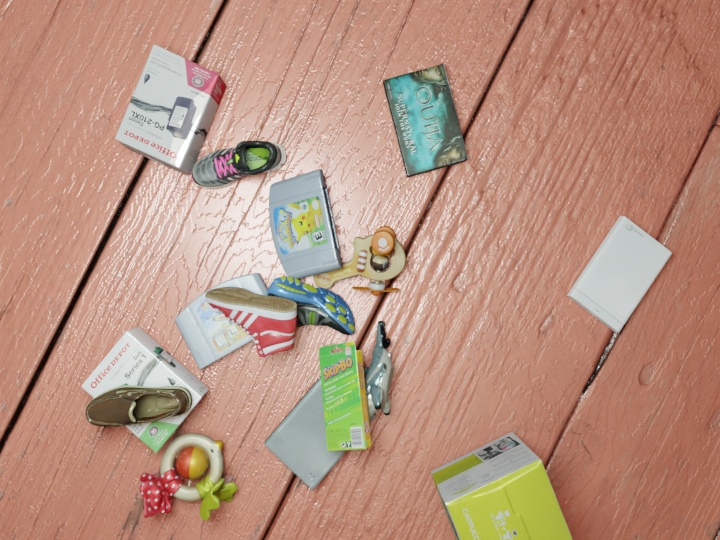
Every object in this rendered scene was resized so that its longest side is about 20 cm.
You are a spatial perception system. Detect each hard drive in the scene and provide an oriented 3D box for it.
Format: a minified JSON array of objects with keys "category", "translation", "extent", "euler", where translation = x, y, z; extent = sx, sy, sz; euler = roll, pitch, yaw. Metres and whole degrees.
[{"category":"hard drive","translation":[-0.082,0.324,1.301],"extent":[0.139,0.033,0.201],"euler":[42,88,-1]},{"category":"hard drive","translation":[0.542,0.008,1.326],"extent":[0.131,0.027,0.202],"euler":[35,88,-2]}]

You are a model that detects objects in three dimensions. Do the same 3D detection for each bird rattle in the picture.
[{"category":"bird rattle","translation":[-0.347,0.413,1.279],"extent":[0.195,0.113,0.167],"euler":[5,78,11]}]

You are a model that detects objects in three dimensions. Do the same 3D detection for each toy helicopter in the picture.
[{"category":"toy helicopter","translation":[0.000,0.000,1.295],"extent":[0.196,0.079,0.135],"euler":[-19,100,9]}]

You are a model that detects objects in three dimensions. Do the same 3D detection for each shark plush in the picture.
[{"category":"shark plush","translation":[0.021,0.201,1.272],"extent":[0.081,0.091,0.205],"euler":[6,84,19]}]

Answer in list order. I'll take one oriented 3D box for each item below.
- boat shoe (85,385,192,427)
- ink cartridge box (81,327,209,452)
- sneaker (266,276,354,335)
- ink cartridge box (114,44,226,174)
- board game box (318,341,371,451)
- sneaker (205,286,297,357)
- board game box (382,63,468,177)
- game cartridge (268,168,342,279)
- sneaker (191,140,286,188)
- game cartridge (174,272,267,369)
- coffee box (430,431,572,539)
[{"category":"boat shoe","translation":[-0.421,0.252,1.182],"extent":[0.197,0.075,0.077],"euler":[-11,91,-2]},{"category":"ink cartridge box","translation":[-0.427,0.234,1.262],"extent":[0.199,0.084,0.147],"euler":[41,89,-2]},{"category":"sneaker","translation":[-0.100,0.079,1.286],"extent":[0.196,0.071,0.083],"euler":[24,126,-15]},{"category":"ink cartridge box","translation":[-0.376,-0.315,1.262],"extent":[0.142,0.084,0.204],"euler":[23,89,-1]},{"category":"board game box","translation":[-0.032,0.246,1.243],"extent":[0.094,0.030,0.205],"euler":[-13,80,34]},{"category":"sneaker","translation":[-0.216,0.102,1.242],"extent":[0.196,0.071,0.115],"euler":[12,116,19]},{"category":"board game box","translation":[0.134,-0.309,1.309],"extent":[0.132,0.028,0.205],"euler":[-15,91,-1]},{"category":"game cartridge","translation":[-0.117,-0.089,1.276],"extent":[0.131,0.040,0.205],"euler":[-14,86,21]},{"category":"sneaker","translation":[-0.248,-0.218,1.265],"extent":[0.195,0.087,0.075],"euler":[-13,91,-2]},{"category":"game cartridge","translation":[-0.272,0.095,1.293],"extent":[0.197,0.042,0.135],"euler":[-29,95,-2]},{"category":"coffee box","translation":[0.271,0.470,1.232],"extent":[0.196,0.198,0.203],"euler":[-23,91,-2]}]
